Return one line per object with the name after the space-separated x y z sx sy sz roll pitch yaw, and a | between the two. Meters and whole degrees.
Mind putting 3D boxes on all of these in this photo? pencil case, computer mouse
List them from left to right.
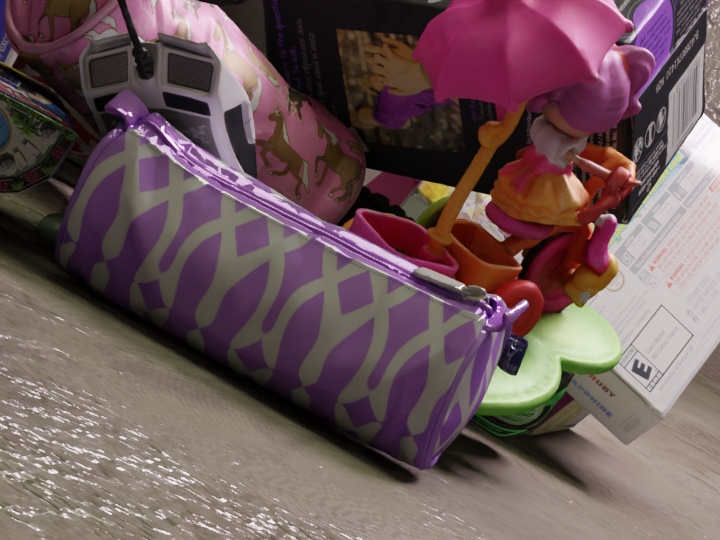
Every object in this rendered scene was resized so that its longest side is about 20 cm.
-0.087 -0.082 1.090 0.109 0.044 0.200 3 -38 12 | computer mouse
-0.080 -0.085 1.184 0.200 0.086 0.083 45 19 -41 | pencil case
-0.030 0.007 1.046 0.200 0.086 0.084 26 36 9 | pencil case

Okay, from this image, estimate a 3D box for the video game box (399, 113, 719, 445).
0.137 -0.029 1.394 0.182 0.200 0.047 44 -39 -1 | video game box

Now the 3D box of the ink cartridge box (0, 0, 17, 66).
-0.240 -0.184 1.215 0.200 0.198 0.043 28 -2 -21 | ink cartridge box

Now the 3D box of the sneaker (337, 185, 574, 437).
0.012 0.025 1.271 0.200 0.085 0.078 32 49 12 | sneaker

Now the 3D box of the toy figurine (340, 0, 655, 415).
0.077 -0.050 1.136 0.200 0.184 0.150 4 31 -38 | toy figurine

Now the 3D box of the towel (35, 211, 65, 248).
-0.044 0.025 1.171 0.200 0.023 0.153 30 5 9 | towel

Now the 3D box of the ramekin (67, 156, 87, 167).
-0.101 -0.087 1.630 0.200 0.098 0.200 28 4 -2 | ramekin

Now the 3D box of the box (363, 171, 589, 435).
0.102 0.001 1.515 0.176 0.097 0.200 53 8 10 | box

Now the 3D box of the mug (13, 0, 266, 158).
-0.126 -0.098 1.370 0.133 0.178 0.200 -28 22 -38 | mug

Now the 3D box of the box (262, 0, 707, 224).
0.064 -0.114 1.261 0.200 0.106 0.122 14 38 23 | box

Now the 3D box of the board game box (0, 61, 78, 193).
-0.224 -0.086 1.061 0.200 0.062 0.200 28 5 -13 | board game box
